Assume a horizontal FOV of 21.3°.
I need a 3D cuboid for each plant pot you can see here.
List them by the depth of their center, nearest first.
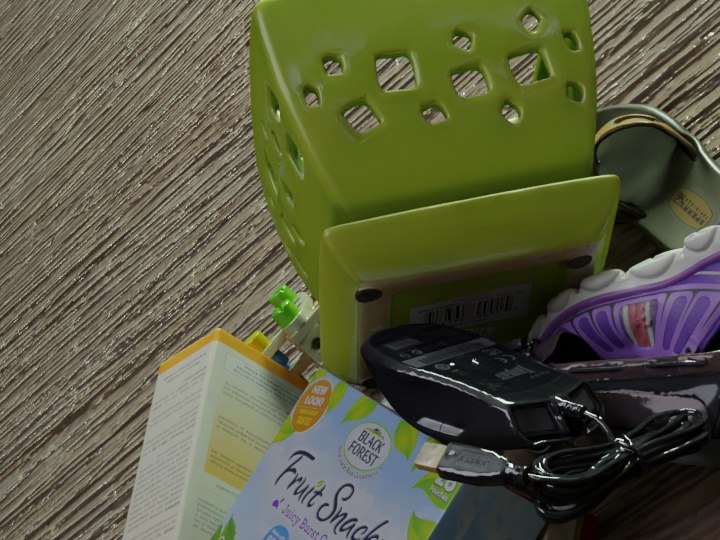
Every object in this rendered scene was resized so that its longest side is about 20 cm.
[{"bbox_3d":[0.047,-0.050,1.136,0.199,0.199,0.182,93,166,-63],"label":"plant pot"}]

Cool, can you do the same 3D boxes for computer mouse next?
[{"bbox_3d":[0.062,0.082,0.961,0.199,0.140,0.046,18,114,37],"label":"computer mouse"}]

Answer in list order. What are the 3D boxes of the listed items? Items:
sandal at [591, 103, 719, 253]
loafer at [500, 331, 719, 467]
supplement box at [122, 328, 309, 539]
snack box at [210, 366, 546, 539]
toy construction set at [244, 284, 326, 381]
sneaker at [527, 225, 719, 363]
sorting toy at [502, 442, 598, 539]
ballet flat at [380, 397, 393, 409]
[{"bbox_3d":[0.169,-0.059,1.172,0.082,0.054,0.200,-52,28,10],"label":"sandal"},{"bbox_3d":[0.126,0.059,1.034,0.199,0.072,0.063,9,102,40],"label":"loafer"},{"bbox_3d":[-0.086,0.159,1.290,0.073,0.126,0.201,-31,37,39],"label":"supplement box"},{"bbox_3d":[-0.005,0.161,1.069,0.169,0.068,0.200,-57,29,-3],"label":"snack box"},{"bbox_3d":[0.000,0.000,1.362,0.201,0.092,0.131,-63,12,-11],"label":"toy construction set"},{"bbox_3d":[0.168,0.040,1.059,0.200,0.080,0.084,-32,49,45],"label":"sneaker"},{"bbox_3d":[0.052,0.217,1.068,0.200,0.069,0.199,-24,43,46],"label":"sorting toy"},{"bbox_3d":[0.012,0.131,1.205,0.200,0.067,0.070,-52,-16,6],"label":"ballet flat"}]
